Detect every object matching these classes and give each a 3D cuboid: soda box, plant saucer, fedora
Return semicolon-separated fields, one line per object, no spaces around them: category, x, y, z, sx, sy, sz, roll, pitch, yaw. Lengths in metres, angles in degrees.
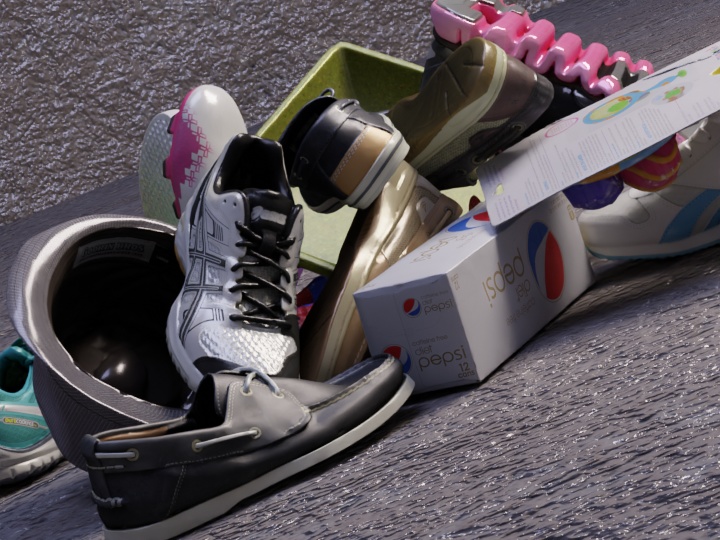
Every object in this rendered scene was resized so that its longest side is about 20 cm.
soda box;0.070;0.010;1.589;0.064;0.068;0.200;-13;11;27
plant saucer;0.018;-0.055;1.848;0.200;0.048;0.200;20;52;26
fedora;-0.137;0.057;1.607;0.200;0.177;0.090;-89;24;-52

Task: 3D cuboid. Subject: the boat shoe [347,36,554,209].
boat shoe;0.055;-0.079;1.703;0.201;0.066;0.072;-42;28;57

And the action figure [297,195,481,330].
action figure;0.000;0.000;1.699;0.200;0.099;0.065;-30;47;-16

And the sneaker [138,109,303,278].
sneaker;-0.094;-0.044;1.950;0.114;0.201;0.073;-22;43;-22

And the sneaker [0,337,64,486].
sneaker;-0.207;0.080;1.781;0.077;0.080;0.200;-17;8;22

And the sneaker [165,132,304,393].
sneaker;-0.069;-0.002;1.571;0.076;0.088;0.200;10;39;-21

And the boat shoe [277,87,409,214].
boat shoe;-0.018;-0.076;1.671;0.075;0.062;0.200;-56;8;-2

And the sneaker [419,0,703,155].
sneaker;0.126;-0.102;1.733;0.200;0.095;0.079;27;25;14

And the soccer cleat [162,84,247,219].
soccer cleat;-0.078;-0.021;1.759;0.086;0.200;0.070;2;3;36

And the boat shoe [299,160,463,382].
boat shoe;0.014;0.015;1.609;0.071;0.064;0.200;-50;13;49

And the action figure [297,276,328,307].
action figure;0.013;-0.028;1.940;0.200;0.065;0.099;-20;17;5

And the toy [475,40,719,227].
toy;0.169;-0.076;1.598;0.200;0.047;0.115;-31;17;8

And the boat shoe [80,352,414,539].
boat shoe;-0.057;0.082;1.451;0.200;0.068;0.072;-23;7;-28

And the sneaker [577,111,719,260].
sneaker;0.222;-0.062;1.655;0.200;0.081;0.077;-19;10;18

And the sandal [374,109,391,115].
sandal;0.091;-0.089;1.793;0.200;0.076;0.043;0;5;11
